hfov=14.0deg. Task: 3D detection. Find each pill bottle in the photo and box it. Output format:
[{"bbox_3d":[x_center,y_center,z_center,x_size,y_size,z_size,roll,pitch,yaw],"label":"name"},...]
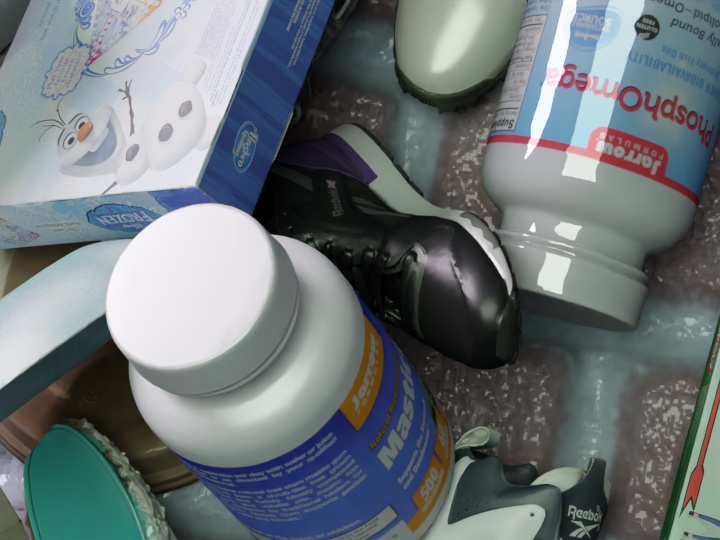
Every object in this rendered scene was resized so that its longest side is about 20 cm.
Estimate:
[{"bbox_3d":[-0.038,0.053,1.341,0.111,0.200,0.113,-10,59,17],"label":"pill bottle"},{"bbox_3d":[0.121,-0.078,1.425,0.108,0.109,0.201,14,83,17],"label":"pill bottle"}]

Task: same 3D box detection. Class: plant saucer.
[{"bbox_3d":[-0.162,0.036,1.396,0.201,0.201,0.039,-38,88,5],"label":"plant saucer"},{"bbox_3d":[-0.121,0.016,1.512,0.199,0.029,0.201,-3,78,15],"label":"plant saucer"}]

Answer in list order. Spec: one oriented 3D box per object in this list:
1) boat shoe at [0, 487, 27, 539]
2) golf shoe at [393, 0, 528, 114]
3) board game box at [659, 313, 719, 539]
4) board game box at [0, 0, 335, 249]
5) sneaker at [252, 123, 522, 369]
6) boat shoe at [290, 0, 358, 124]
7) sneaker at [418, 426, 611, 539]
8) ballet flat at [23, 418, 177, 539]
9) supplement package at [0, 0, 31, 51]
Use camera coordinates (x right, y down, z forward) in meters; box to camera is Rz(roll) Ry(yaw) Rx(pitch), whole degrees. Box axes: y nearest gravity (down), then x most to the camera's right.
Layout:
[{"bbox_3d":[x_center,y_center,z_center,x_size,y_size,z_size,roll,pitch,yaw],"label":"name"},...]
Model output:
[{"bbox_3d":[-0.184,0.181,1.478,0.201,0.071,0.063,58,138,15],"label":"boat shoe"},{"bbox_3d":[0.066,-0.179,1.472,0.077,0.088,0.201,24,87,16],"label":"golf shoe"},{"bbox_3d":[0.217,0.104,1.384,0.134,0.029,0.201,16,83,-2],"label":"board game box"},{"bbox_3d":[-0.100,-0.109,1.447,0.198,0.043,0.201,-3,58,45],"label":"board game box"},{"bbox_3d":[0.000,0.000,1.412,0.087,0.076,0.200,-15,31,-25],"label":"sneaker"},{"bbox_3d":[-0.051,-0.103,1.487,0.200,0.071,0.072,-56,36,-7],"label":"boat shoe"},{"bbox_3d":[0.092,0.158,1.400,0.130,0.079,0.199,-49,62,10],"label":"sneaker"},{"bbox_3d":[-0.107,0.169,1.458,0.072,0.072,0.201,-30,71,7],"label":"ballet flat"},{"bbox_3d":[-0.265,-0.158,1.493,0.156,0.200,0.111,-44,71,4],"label":"supplement package"}]
